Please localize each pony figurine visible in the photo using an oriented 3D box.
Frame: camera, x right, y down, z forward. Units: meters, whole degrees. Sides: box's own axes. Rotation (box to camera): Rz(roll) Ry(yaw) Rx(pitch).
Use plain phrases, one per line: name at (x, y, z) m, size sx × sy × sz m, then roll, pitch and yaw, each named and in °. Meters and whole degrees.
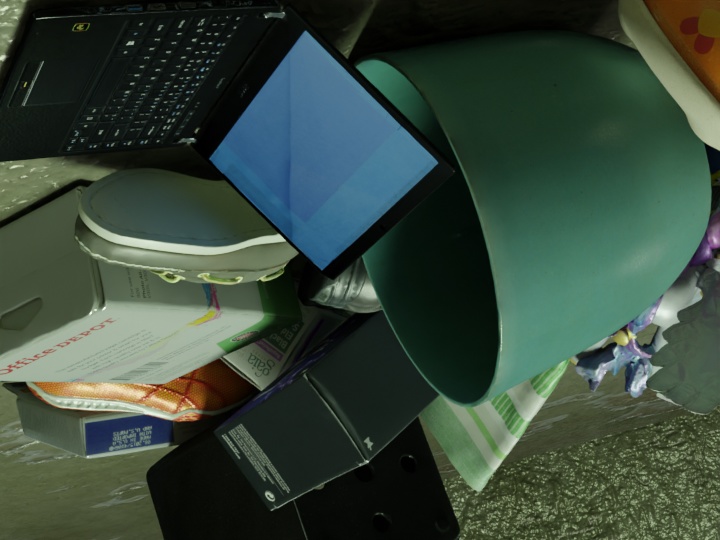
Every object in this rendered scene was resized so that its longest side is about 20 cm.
pony figurine at (0.203, 0.009, 1.035) m, size 0.193 × 0.166 × 0.200 m, roll -41°, pitch 166°, yaw -25°

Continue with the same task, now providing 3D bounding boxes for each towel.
towel at (0.089, 0.056, 1.218) m, size 0.023 × 0.153 × 0.201 m, roll -15°, pitch 148°, yaw -38°

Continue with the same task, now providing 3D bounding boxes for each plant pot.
plant pot at (-0.032, 0.197, 1.254) m, size 0.198 × 0.202 × 0.178 m, roll -5°, pitch 150°, yaw -31°
plant pot at (0.099, -0.044, 0.889) m, size 0.159 × 0.202 × 0.201 m, roll -18°, pitch 168°, yaw -19°

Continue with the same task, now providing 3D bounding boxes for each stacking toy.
stacking toy at (0.246, -0.154, 0.810) m, size 0.200 × 0.147 × 0.146 m, roll -43°, pitch 155°, yaw 23°

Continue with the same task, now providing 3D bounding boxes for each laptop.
laptop at (-0.084, -0.058, 0.819) m, size 0.198 × 0.104 × 0.177 m, roll -7°, pitch 164°, yaw -26°

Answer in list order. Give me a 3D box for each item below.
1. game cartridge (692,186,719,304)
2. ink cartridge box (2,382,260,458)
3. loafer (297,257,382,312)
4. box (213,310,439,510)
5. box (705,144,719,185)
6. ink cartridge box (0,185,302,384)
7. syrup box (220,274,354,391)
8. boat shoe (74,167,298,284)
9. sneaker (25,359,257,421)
game cartridge at (0.285, -0.029, 1.237) m, size 0.133 × 0.041 × 0.200 m, roll -29°, pitch -167°, yaw 36°
ink cartridge box at (-0.189, 0.119, 1.367) m, size 0.198 × 0.041 × 0.199 m, roll -6°, pitch -173°, yaw -31°
loafer at (0.000, 0.000, 1.082) m, size 0.071 × 0.074 × 0.200 m, roll 16°, pitch -174°, yaw -7°
box at (0.009, 0.072, 1.135) m, size 0.200 × 0.079 × 0.141 m, roll -39°, pitch -175°, yaw -39°
box at (0.318, -0.103, 1.110) m, size 0.198 × 0.071 × 0.064 m, roll -3°, pitch 159°, yaw -38°
ink cartridge box at (-0.160, 0.016, 1.057) m, size 0.144 × 0.088 × 0.199 m, roll -24°, pitch 164°, yaw 32°
syrup box at (-0.047, 0.057, 1.281) m, size 0.082 × 0.078 × 0.200 m, roll -57°, pitch 159°, yaw 2°
boat shoe at (-0.100, -0.021, 0.965) m, size 0.201 × 0.072 × 0.060 m, roll -7°, pitch 140°, yaw -52°
sneaker at (-0.165, 0.073, 1.245) m, size 0.198 × 0.078 × 0.073 m, roll 6°, pitch -159°, yaw -31°
